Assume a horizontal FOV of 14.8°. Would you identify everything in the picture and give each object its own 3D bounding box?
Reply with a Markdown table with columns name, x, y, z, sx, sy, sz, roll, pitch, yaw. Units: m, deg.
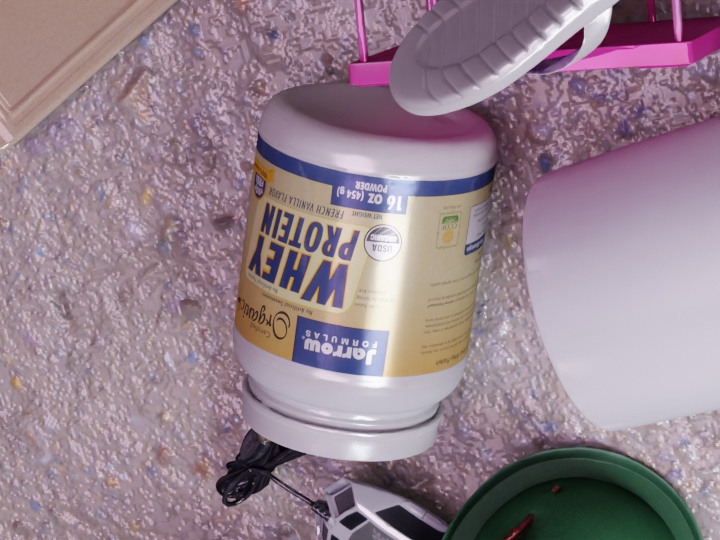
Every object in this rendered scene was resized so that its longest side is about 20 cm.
| name | x | y | z | sx | sy | sz | roll | pitch | yaw |
| --- | --- | --- | --- | --- | --- | --- | --- | --- | --- |
| file sorter | 0.104 | -0.181 | 1.586 | 0.199 | 0.139 | 0.126 | -2 | 101 | 21 |
| utensil holder | 0.213 | -0.007 | 1.577 | 0.199 | 0.170 | 0.171 | -15 | 99 | 25 |
| sandal | 0.105 | -0.137 | 1.490 | 0.202 | 0.083 | 0.050 | -32 | 131 | 21 |
| computer mouse | 0.008 | 0.162 | 1.760 | 0.200 | 0.044 | 0.110 | 36 | 135 | 3 |
| wooden puzzle | -0.218 | -0.202 | 1.756 | 0.200 | 0.037 | 0.185 | -38 | 89 | 20 |
| hat | 0.113 | 0.178 | 1.615 | 0.166 | 0.176 | 0.200 | 40 | 81 | 14 |
| supplement tub | 0.000 | 0.000 | 1.668 | 0.144 | 0.144 | 0.201 | 13 | 108 | 16 |
